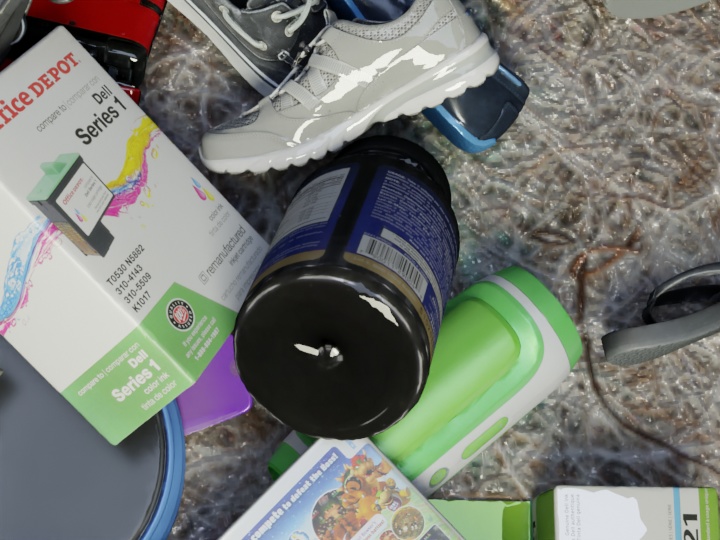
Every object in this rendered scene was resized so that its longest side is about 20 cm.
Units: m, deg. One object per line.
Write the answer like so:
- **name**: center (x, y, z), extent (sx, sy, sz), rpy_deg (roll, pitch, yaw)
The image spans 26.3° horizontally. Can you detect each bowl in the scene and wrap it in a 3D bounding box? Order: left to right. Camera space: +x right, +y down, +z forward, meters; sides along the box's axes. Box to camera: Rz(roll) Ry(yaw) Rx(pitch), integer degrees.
- **bowl**: center (-0.206, 0.115, 0.937), extent (0.198, 0.039, 0.203), rpy_deg (1, 77, -4)

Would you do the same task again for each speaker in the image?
- **speaker**: center (0.041, 0.086, 0.955), extent (0.199, 0.088, 0.089), rpy_deg (-38, 83, -13)

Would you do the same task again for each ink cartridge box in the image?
- **ink cartridge box**: center (-0.161, -0.024, 0.901), extent (0.200, 0.084, 0.145), rpy_deg (47, 34, -10)
- **ink cartridge box**: center (0.114, 0.208, 0.937), extent (0.198, 0.076, 0.149), rpy_deg (2, 75, -7)

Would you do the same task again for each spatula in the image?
- **spatula**: center (-0.037, 0.053, 0.986), extent (0.198, 0.021, 0.057), rpy_deg (-16, 79, -11)

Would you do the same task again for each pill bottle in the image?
- **pill bottle**: center (0.000, 0.000, 0.914), extent (0.111, 0.112, 0.200), rpy_deg (22, 32, -1)

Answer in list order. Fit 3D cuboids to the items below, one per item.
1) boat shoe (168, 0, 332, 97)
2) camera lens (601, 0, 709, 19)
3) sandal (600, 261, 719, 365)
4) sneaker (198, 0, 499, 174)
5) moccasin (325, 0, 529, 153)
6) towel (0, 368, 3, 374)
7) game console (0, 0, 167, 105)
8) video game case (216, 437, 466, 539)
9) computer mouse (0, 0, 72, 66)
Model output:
- **boat shoe**: center (-0.058, -0.172, 1.002), extent (0.200, 0.068, 0.072), rpy_deg (42, 63, -9)
- **camera lens**: center (0.198, -0.292, 1.032), extent (0.159, 0.160, 0.202), rpy_deg (-15, 78, -11)
- **sandal**: center (0.237, 0.016, 1.007), extent (0.199, 0.076, 0.043), rpy_deg (-19, 80, -22)
- **sneaker**: center (-0.016, -0.122, 0.973), extent (0.199, 0.075, 0.083), rpy_deg (-24, 99, 6)
- **moccasin**: center (0.031, -0.169, 1.029), extent (0.068, 0.080, 0.200), rpy_deg (-43, 98, -5)
- **towel**: center (-0.330, 0.073, 0.915), extent (0.192, 0.035, 0.200), rpy_deg (41, 86, 18)
- **game console**: center (-0.238, -0.135, 1.013), extent (0.198, 0.119, 0.173), rpy_deg (13, 43, -4)
- **video game case**: center (0.009, 0.204, 0.880), extent (0.143, 0.018, 0.200), rpy_deg (-44, 89, -8)
- **computer mouse**: center (-0.220, -0.127, 0.886), extent (0.199, 0.141, 0.046), rpy_deg (-35, 109, 10)
